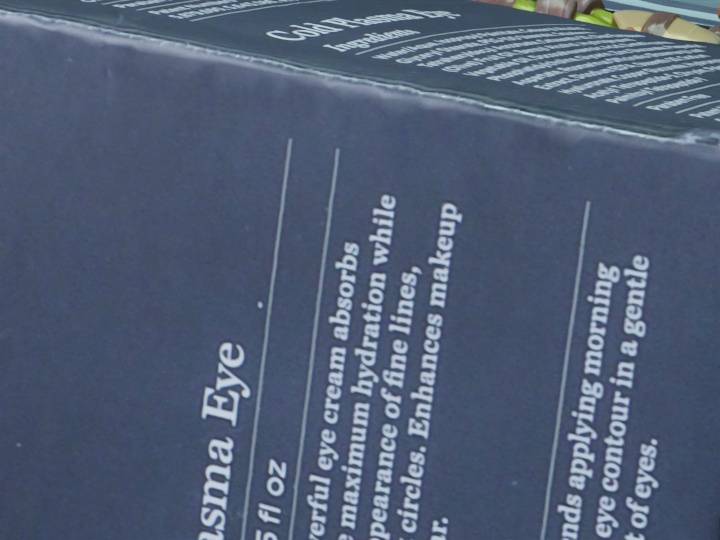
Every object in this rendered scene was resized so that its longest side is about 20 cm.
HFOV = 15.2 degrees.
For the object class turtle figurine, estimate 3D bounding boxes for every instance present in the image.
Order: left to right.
[{"bbox_3d":[0.134,-0.104,1.236,0.160,0.065,0.200,20,24,21],"label":"turtle figurine"}]

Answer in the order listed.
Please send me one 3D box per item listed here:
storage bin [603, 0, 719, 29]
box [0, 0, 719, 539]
[{"bbox_3d":[0.119,-0.074,1.383,0.199,0.135,0.145,11,11,21],"label":"storage bin"},{"bbox_3d":[-0.013,0.056,0.433,0.181,0.202,0.104,13,14,25],"label":"box"}]
